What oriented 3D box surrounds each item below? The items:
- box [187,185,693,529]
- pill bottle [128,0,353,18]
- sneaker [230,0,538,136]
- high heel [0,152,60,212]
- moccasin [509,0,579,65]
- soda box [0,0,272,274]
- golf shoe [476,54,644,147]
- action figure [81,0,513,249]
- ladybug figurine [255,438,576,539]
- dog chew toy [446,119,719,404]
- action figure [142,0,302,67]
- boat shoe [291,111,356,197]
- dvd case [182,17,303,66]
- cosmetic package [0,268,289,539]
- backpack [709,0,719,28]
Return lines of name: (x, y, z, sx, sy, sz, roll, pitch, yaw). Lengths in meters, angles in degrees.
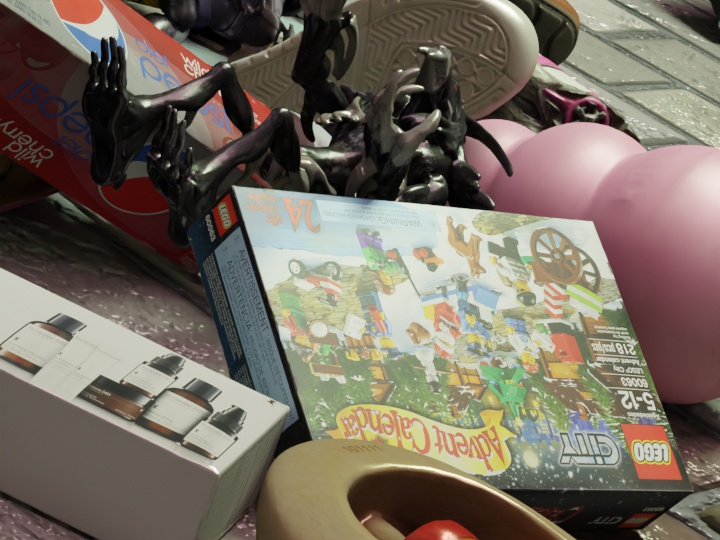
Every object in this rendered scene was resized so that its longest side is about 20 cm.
box: (0.035, 0.039, 1.162, 0.200, 0.038, 0.137, 4, 56, -39)
pill bottle: (-0.098, -0.196, 1.577, 0.199, 0.105, 0.104, 16, 17, 20)
sneaker: (0.009, -0.095, 1.408, 0.200, 0.077, 0.111, -19, 0, 25)
high heel: (-0.165, -0.043, 1.224, 0.096, 0.068, 0.200, 10, 7, -1)
moccasin: (0.039, -0.174, 1.764, 0.201, 0.074, 0.078, 10, 29, -2)
soda box: (-0.119, -0.077, 1.238, 0.200, 0.063, 0.070, 35, 28, -41)
golf shoe: (0.089, -0.078, 1.495, 0.200, 0.073, 0.092, 49, -2, -7)
action figure: (-0.012, -0.069, 1.203, 0.200, 0.102, 0.119, -9, 40, -37)
ladybug figurine: (0.037, 0.131, 0.967, 0.136, 0.072, 0.200, 2, 27, -43)
dog chew toy: (0.113, -0.015, 1.360, 0.200, 0.125, 0.124, 23, 19, 28)
action figure: (-0.101, -0.140, 1.454, 0.200, 0.131, 0.069, -14, 13, -35)
boat shoe: (0.001, -0.002, 1.275, 0.068, 0.074, 0.199, 17, 22, -30)
dvd case: (-0.007, -0.099, 1.586, 0.200, 0.022, 0.146, 23, 20, 2)
cosmetic package: (-0.134, 0.040, 1.064, 0.200, 0.051, 0.083, 25, 19, 10)
backpack: (0.361, -0.235, 2.084, 0.200, 0.178, 0.151, 3, 49, -51)
